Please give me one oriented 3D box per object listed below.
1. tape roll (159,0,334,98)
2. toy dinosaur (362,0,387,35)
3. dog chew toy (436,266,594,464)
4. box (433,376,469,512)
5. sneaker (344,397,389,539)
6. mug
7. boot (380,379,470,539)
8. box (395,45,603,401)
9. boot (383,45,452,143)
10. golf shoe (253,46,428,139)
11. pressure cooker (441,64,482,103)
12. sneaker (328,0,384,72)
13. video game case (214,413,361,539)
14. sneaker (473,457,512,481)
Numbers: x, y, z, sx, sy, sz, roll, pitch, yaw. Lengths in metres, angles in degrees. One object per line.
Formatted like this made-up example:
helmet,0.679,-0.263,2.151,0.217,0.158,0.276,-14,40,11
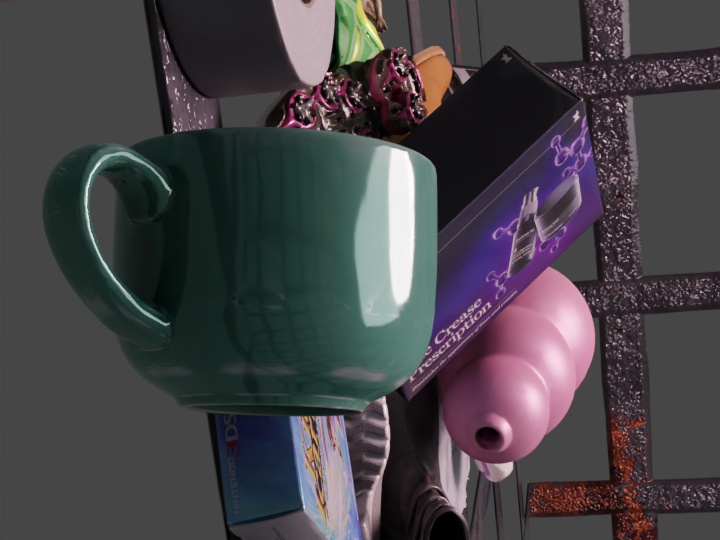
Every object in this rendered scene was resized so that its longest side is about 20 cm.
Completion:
tape roll,-0.066,-0.205,0.789,0.200,0.065,0.203,-4,90,-79
toy dinosaur,-0.007,-0.280,1.207,0.201,0.057,0.102,85,-7,-55
dog chew toy,0.113,0.075,1.024,0.200,0.123,0.126,-62,147,-61
box,0.036,0.122,1.144,0.200,0.095,0.179,-56,141,-73
sneaker,-0.020,0.150,0.952,0.082,0.074,0.203,-97,-171,-78
mug,-0.055,0.007,0.622,0.152,0.182,0.116,147,-56,-74
boot,0.045,0.153,0.972,0.132,0.069,0.203,-144,-136,-72
box,0.065,-0.029,0.907,0.079,0.200,0.142,40,-12,34
boot,0.069,-0.079,1.050,0.201,0.154,0.077,-55,174,-42
golf shoe,-0.027,-0.096,0.909,0.200,0.091,0.073,-34,108,-61
pressure cooker,0.081,-0.094,1.204,0.176,0.197,0.181,-153,-115,-65
sneaker,-0.030,-0.177,1.010,0.084,0.073,0.201,-58,158,-24
video game case,-0.044,0.076,0.782,0.182,0.045,0.202,65,13,-61
sneaker,0.134,0.090,1.165,0.075,0.098,0.202,77,14,-48
